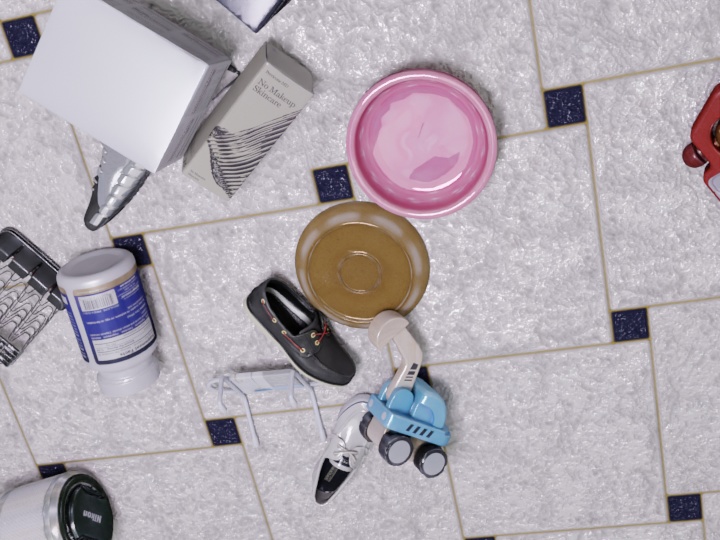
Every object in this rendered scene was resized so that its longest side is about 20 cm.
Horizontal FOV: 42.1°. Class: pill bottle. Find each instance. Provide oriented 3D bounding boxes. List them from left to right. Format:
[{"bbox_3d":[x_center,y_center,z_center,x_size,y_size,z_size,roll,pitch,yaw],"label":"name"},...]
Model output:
[{"bbox_3d":[-0.367,0.079,1.386,0.114,0.116,0.202,-5,114,11],"label":"pill bottle"}]

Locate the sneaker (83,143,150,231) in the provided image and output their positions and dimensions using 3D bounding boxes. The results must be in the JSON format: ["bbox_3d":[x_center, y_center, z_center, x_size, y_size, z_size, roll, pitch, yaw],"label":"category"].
[{"bbox_3d":[-0.350,-0.160,1.301,0.115,0.075,0.200,40,105,-6],"label":"sneaker"}]

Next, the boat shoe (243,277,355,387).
[{"bbox_3d":[-0.081,0.094,1.366,0.201,0.074,0.063,43,136,-8],"label":"boat shoe"}]

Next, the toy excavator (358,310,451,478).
[{"bbox_3d":[0.067,0.176,1.373,0.193,0.100,0.202,23,94,-27],"label":"toy excavator"}]

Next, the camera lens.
[{"bbox_3d":[-0.526,0.431,1.553,0.198,0.160,0.161,-18,111,17],"label":"camera lens"}]

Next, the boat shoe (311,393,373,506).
[{"bbox_3d":[-0.026,0.283,1.455,0.071,0.066,0.201,29,115,-8],"label":"boat shoe"}]

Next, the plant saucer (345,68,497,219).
[{"bbox_3d":[0.081,-0.169,1.233,0.198,0.051,0.203,4,117,7],"label":"plant saucer"}]

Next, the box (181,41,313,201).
[{"bbox_3d":[-0.151,-0.195,1.239,0.082,0.069,0.200,29,118,-24],"label":"box"}]

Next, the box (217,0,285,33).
[{"bbox_3d":[-0.085,-0.400,1.066,0.117,0.200,0.197,39,116,-11],"label":"box"}]

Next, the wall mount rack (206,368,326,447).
[{"bbox_3d":[-0.134,0.209,1.439,0.198,0.075,0.174,-7,152,13],"label":"wall mount rack"}]

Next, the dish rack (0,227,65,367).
[{"bbox_3d":[-0.544,0.051,1.437,0.153,0.055,0.200,43,116,-10],"label":"dish rack"}]

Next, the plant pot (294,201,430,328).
[{"bbox_3d":[0.000,0.000,1.340,0.198,0.028,0.202,4,116,8],"label":"plant pot"}]

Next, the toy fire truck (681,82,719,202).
[{"bbox_3d":[0.495,-0.147,1.155,0.200,0.112,0.168,44,133,-11],"label":"toy fire truck"}]

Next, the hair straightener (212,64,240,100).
[{"bbox_3d":[-0.259,-0.269,1.252,0.198,0.041,0.078,11,117,-1],"label":"hair straightener"}]

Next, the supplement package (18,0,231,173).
[{"bbox_3d":[-0.294,-0.246,1.176,0.199,0.111,0.157,31,108,-2],"label":"supplement package"}]
